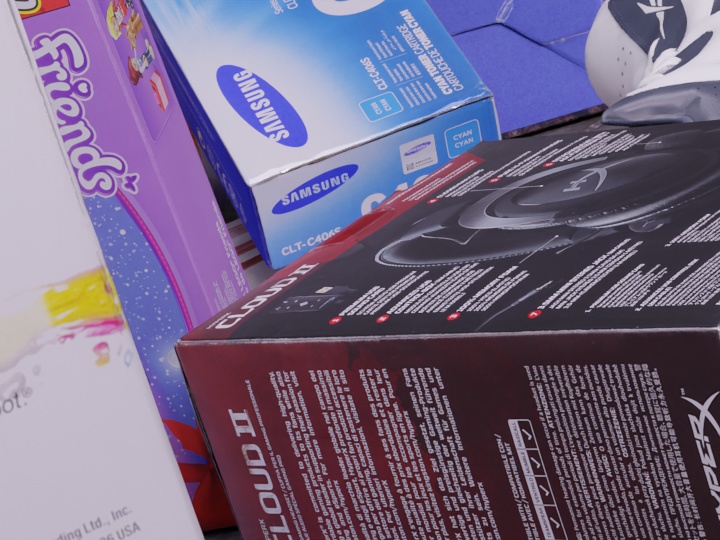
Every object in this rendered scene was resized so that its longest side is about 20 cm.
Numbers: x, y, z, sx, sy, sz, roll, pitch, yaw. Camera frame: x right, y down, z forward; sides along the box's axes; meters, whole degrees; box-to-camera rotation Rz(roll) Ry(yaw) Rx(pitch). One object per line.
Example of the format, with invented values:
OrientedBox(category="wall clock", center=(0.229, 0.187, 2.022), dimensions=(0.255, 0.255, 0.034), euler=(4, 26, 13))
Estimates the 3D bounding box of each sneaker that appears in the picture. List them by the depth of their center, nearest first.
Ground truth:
OrientedBox(category="sneaker", center=(0.101, -0.043, 0.860), dimensions=(0.129, 0.080, 0.199), euler=(-20, 31, -25))

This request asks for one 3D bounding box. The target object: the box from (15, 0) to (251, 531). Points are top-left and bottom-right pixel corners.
OrientedBox(category="box", center=(-0.110, -0.007, 0.768), dimensions=(0.137, 0.200, 0.039), euler=(-13, 24, 15))

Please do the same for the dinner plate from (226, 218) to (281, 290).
OrientedBox(category="dinner plate", center=(0.000, 0.000, 0.948), dimensions=(0.200, 0.024, 0.200), euler=(-17, 17, 5))

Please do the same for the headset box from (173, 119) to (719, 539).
OrientedBox(category="headset box", center=(0.061, 0.019, 0.719), dimensions=(0.200, 0.077, 0.149), euler=(-5, 20, 42))

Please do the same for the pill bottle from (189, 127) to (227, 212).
OrientedBox(category="pill bottle", center=(-0.163, -0.034, 1.084), dimensions=(0.200, 0.110, 0.110), euler=(-24, 17, -19))

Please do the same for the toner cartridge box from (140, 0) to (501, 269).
OrientedBox(category="toner cartridge box", center=(-0.027, -0.088, 1.006), dimensions=(0.095, 0.043, 0.200), euler=(-22, 42, -9))

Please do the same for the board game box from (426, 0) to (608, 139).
OrientedBox(category="board game box", center=(0.034, -0.122, 1.182), dimensions=(0.159, 0.097, 0.200), euler=(-15, 16, 10))

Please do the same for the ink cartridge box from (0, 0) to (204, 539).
OrientedBox(category="ink cartridge box", center=(-0.137, 0.038, 0.649), dimensions=(0.146, 0.200, 0.146), euler=(-23, 16, -17))
